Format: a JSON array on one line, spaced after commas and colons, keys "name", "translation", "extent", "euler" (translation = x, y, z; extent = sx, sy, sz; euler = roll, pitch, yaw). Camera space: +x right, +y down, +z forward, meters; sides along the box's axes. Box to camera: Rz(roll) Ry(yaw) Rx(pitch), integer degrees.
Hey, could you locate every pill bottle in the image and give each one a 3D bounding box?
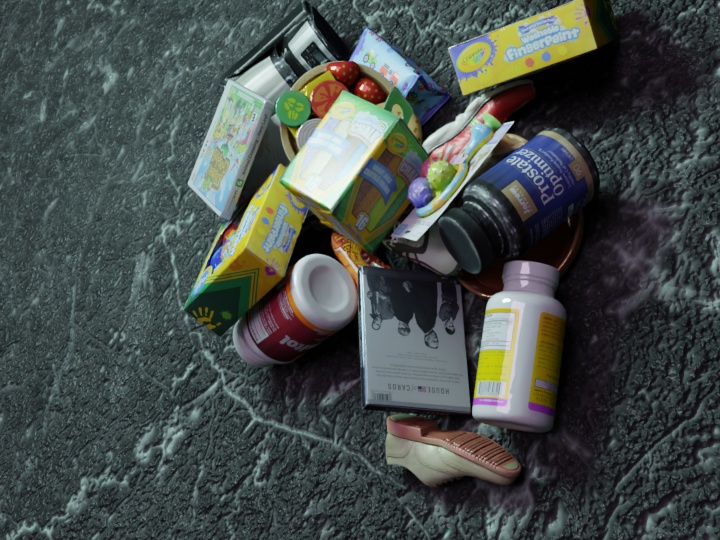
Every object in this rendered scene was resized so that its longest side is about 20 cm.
[{"name": "pill bottle", "translation": [-0.100, 0.066, 1.554], "extent": [0.199, 0.112, 0.115], "euler": [-35, 48, 45]}, {"name": "pill bottle", "translation": [0.199, -0.086, 1.365], "extent": [0.199, 0.113, 0.112], "euler": [-36, 48, -17]}, {"name": "pill bottle", "translation": [0.203, 0.095, 1.349], "extent": [0.103, 0.104, 0.203], "euler": [1, 75, 35]}]

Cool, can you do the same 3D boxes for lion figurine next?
[{"name": "lion figurine", "translation": [0.164, -0.139, 1.496], "extent": [0.198, 0.073, 0.123], "euler": [-29, 41, 2]}]

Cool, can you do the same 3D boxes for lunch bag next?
[{"name": "lunch bag", "translation": [0.016, -0.247, 1.679], "extent": [0.201, 0.094, 0.151], "euler": [-52, 52, 14]}]

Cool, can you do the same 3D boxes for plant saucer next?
[{"name": "plant saucer", "translation": [0.213, -0.050, 1.472], "extent": [0.198, 0.032, 0.203], "euler": [-15, 59, 27]}]

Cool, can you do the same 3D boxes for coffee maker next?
[{"name": "coffee maker", "translation": [-0.132, -0.348, 1.791], "extent": [0.199, 0.134, 0.193], "euler": [-38, 51, 12]}]

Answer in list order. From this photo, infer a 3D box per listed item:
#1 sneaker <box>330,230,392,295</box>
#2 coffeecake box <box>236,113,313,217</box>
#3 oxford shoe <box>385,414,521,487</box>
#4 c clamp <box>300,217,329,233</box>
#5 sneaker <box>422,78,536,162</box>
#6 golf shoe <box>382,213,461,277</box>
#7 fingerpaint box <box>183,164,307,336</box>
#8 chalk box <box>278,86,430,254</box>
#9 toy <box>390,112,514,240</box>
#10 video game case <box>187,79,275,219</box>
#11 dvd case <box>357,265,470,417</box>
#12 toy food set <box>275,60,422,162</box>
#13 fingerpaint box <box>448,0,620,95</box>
[{"name": "sneaker", "translation": [0.000, 0.000, 1.572], "extent": [0.072, 0.078, 0.201], "euler": [-6, 36, -15]}, {"name": "coffeecake box", "translation": [-0.111, -0.163, 1.688], "extent": [0.198, 0.073, 0.156], "euler": [-25, 68, 33]}, {"name": "oxford shoe", "translation": [0.117, 0.246, 1.386], "extent": [0.198, 0.070, 0.075], "euler": [16, 102, 38]}, {"name": "c clamp", "translation": [-0.022, -0.082, 1.594], "extent": [0.170, 0.027, 0.199], "euler": [-38, 14, -22]}, {"name": "sneaker", "translation": [0.181, -0.195, 1.554], "extent": [0.199, 0.077, 0.086], "euler": [-38, 71, 19]}, {"name": "golf shoe", "translation": [0.080, -0.039, 1.479], "extent": [0.199, 0.087, 0.079], "euler": [14, 94, 64]}, {"name": "fingerpaint box", "translation": [-0.161, -0.032, 1.559], "extent": [0.167, 0.073, 0.201], "euler": [-40, 22, 37]}, {"name": "chalk box", "translation": [0.011, -0.151, 1.459], "extent": [0.123, 0.124, 0.201], "euler": [32, 84, 41]}, {"name": "toy", "translation": [0.108, -0.129, 1.406], "extent": [0.200, 0.047, 0.115], "euler": [-47, 13, -7]}, {"name": "video game case", "translation": [-0.202, -0.189, 1.641], "extent": [0.184, 0.022, 0.200], "euler": [-67, 28, 8]}, {"name": "dvd case", "translation": [0.071, 0.094, 1.442], "extent": [0.025, 0.148, 0.203], "euler": [124, 149, -58]}, {"name": "toy food set", "translation": [-0.023, -0.208, 1.569], "extent": [0.197, 0.049, 0.201], "euler": [-35, 88, -8]}, {"name": "fingerpaint box", "translation": [0.245, -0.315, 1.492], "extent": [0.197, 0.167, 0.074], "euler": [-16, 99, 27]}]
